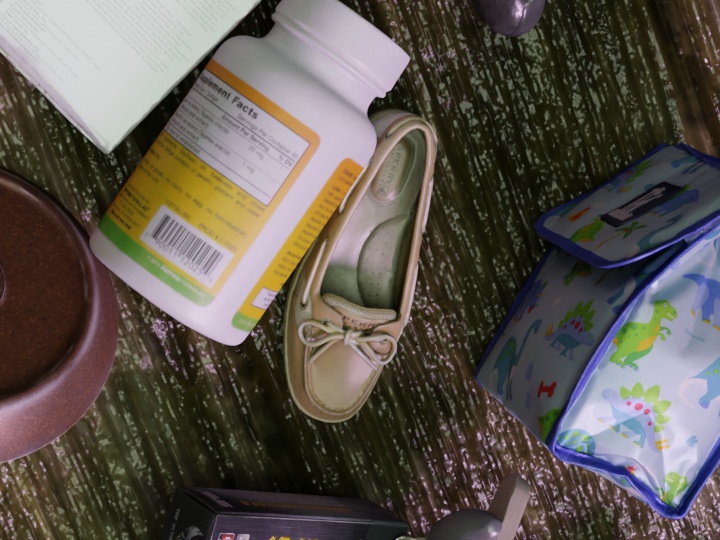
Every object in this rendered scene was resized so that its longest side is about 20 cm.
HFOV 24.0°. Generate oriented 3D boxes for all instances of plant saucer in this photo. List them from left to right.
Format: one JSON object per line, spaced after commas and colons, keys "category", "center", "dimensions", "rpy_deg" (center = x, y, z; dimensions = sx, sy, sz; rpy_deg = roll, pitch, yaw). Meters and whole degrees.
{"category": "plant saucer", "center": [-0.231, 0.013, 0.962], "dimensions": [0.199, 0.035, 0.201], "rpy_deg": [11, 59, -20]}

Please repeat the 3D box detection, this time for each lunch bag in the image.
{"category": "lunch bag", "center": [0.171, 0.021, 1.019], "dimensions": [0.127, 0.170, 0.201], "rpy_deg": [30, 94, -16]}

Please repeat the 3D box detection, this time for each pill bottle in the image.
{"category": "pill bottle", "center": [-0.061, -0.066, 0.997], "dimensions": [0.111, 0.111, 0.200], "rpy_deg": [35, 93, -13]}

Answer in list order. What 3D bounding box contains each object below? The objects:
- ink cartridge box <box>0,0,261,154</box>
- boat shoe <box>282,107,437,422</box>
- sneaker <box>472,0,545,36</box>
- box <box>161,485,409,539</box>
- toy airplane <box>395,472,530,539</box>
{"category": "ink cartridge box", "center": [-0.119, -0.177, 1.001], "dimensions": [0.200, 0.050, 0.109], "rpy_deg": [-45, 102, -1]}
{"category": "boat shoe", "center": [0.003, 0.000, 1.043], "dimensions": [0.073, 0.063, 0.202], "rpy_deg": [18, 96, -11]}
{"category": "sneaker", "center": [0.024, -0.218, 0.991], "dimensions": [0.115, 0.075, 0.201], "rpy_deg": [-25, 94, -27]}
{"category": "box", "center": [-0.066, 0.238, 1.044], "dimensions": [0.158, 0.048, 0.201], "rpy_deg": [12, 98, -41]}
{"category": "toy airplane", "center": [0.040, 0.236, 1.006], "dimensions": [0.141, 0.200, 0.200], "rpy_deg": [23, 112, 10]}
